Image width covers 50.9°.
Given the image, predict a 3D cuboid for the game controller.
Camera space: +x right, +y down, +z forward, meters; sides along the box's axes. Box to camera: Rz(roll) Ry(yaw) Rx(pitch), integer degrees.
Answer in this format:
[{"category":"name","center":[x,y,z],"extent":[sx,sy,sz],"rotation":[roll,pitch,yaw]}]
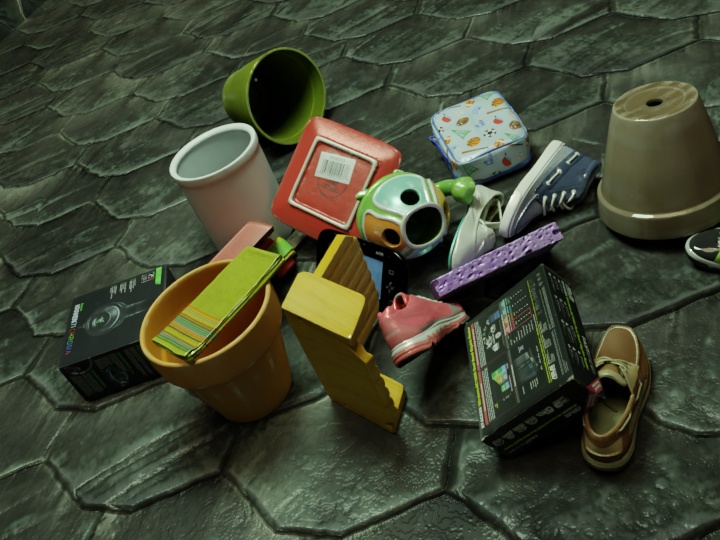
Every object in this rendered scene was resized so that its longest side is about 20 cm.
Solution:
[{"category":"game controller","center":[0.000,0.000,1.215],"extent":[0.199,0.105,0.042],"rotation":[20,33,40]}]

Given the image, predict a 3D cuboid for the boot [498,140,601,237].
[{"category":"boot","center":[0.308,-0.122,1.224],"extent":[0.090,0.073,0.201],"rotation":[29,72,23]}]

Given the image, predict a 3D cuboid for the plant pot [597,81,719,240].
[{"category":"plant pot","center":[0.440,-0.172,1.114],"extent":[0.198,0.175,0.201],"rotation":[-16,32,11]}]

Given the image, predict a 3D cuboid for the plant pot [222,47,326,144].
[{"category":"plant pot","center":[-0.210,-0.387,1.689],"extent":[0.200,0.201,0.192],"rotation":[-43,31,-22]}]

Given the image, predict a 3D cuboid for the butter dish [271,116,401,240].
[{"category":"butter dish","center":[-0.026,-0.143,1.357],"extent":[0.199,0.148,0.201],"rotation":[25,93,22]}]

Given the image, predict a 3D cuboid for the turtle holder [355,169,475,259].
[{"category":"turtle holder","center":[0.092,-0.085,1.225],"extent":[0.184,0.143,0.132],"rotation":[-1,14,-23]}]

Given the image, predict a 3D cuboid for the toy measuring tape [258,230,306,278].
[{"category":"toy measuring tape","center":[-0.128,-0.048,1.348],"extent":[0.073,0.074,0.200],"rotation":[17,54,38]}]

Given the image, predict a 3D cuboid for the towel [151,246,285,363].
[{"category":"towel","center":[-0.194,0.040,1.040],"extent":[0.086,0.018,0.200],"rotation":[17,54,38]}]

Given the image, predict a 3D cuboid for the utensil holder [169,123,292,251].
[{"category":"utensil holder","center":[-0.229,-0.139,1.394],"extent":[0.168,0.201,0.171],"rotation":[-16,38,13]}]

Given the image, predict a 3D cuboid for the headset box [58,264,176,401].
[{"category":"headset box","center":[-0.393,0.103,1.297],"extent":[0.198,0.093,0.175],"rotation":[-18,41,5]}]

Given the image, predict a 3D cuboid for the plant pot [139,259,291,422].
[{"category":"plant pot","center":[-0.190,0.119,1.109],"extent":[0.198,0.184,0.201],"rotation":[-14,40,12]}]

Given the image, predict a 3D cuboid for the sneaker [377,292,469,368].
[{"category":"sneaker","center":[0.088,0.062,1.054],"extent":[0.074,0.087,0.200],"rotation":[-36,-6,29]}]

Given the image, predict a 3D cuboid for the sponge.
[{"category":"sponge","center":[0.198,-0.009,1.127],"extent":[0.198,0.112,0.030],"rotation":[-25,82,-1]}]

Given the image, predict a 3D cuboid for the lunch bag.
[{"category":"lunch bag","center":[0.216,-0.244,1.398],"extent":[0.159,0.076,0.201],"rotation":[-24,40,4]}]

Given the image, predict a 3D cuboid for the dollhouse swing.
[{"category":"dollhouse swing","center":[0.013,0.074,1.047],"extent":[0.181,0.201,0.176],"rotation":[20,55,40]}]

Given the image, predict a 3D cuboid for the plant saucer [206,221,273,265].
[{"category":"plant saucer","center":[-0.225,-0.010,1.262],"extent":[0.200,0.037,0.200],"rotation":[-46,4,-4]}]

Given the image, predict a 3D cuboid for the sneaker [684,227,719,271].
[{"category":"sneaker","center":[0.543,-0.052,1.017],"extent":[0.198,0.083,0.072],"rotation":[-2,43,25]}]

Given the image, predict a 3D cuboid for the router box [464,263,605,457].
[{"category":"router box","center":[0.213,0.113,0.963],"extent":[0.150,0.062,0.201],"rotation":[-42,30,31]}]

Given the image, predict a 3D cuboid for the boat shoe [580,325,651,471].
[{"category":"boat shoe","center":[0.312,0.143,0.923],"extent":[0.075,0.074,0.201],"rotation":[0,45,25]}]

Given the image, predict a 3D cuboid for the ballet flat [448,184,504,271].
[{"category":"ballet flat","center":[0.194,-0.070,1.228],"extent":[0.069,0.070,0.201],"rotation":[-1,42,25]}]
